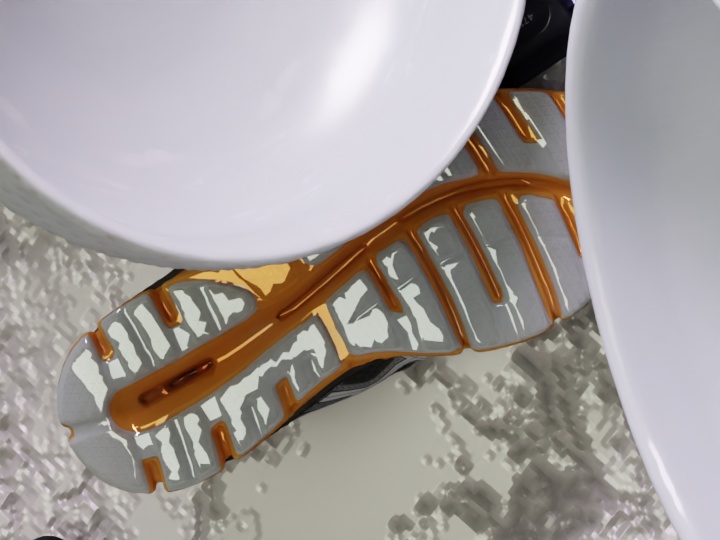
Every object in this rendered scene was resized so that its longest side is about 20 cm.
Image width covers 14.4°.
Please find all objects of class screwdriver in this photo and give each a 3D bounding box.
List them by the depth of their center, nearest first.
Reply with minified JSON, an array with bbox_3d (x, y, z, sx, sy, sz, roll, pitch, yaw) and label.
[{"bbox_3d":[0.092,-0.107,0.851,0.200,0.028,0.029,-39,52,22],"label":"screwdriver"}]

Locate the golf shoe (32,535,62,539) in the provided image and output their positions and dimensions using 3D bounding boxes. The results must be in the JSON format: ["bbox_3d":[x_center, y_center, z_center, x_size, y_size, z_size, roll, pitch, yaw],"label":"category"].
[{"bbox_3d":[-0.071,0.168,0.916,0.200,0.073,0.092,39,110,32],"label":"golf shoe"}]

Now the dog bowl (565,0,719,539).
[{"bbox_3d":[0.126,-0.001,0.752,0.079,0.200,0.200,-15,91,-13],"label":"dog bowl"}]

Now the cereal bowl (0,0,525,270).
[{"bbox_3d":[-0.054,-0.097,0.800,0.083,0.200,0.200,-6,96,59],"label":"cereal bowl"}]

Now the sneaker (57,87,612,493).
[{"bbox_3d":[0.000,0.000,0.883,0.200,0.077,0.078,-24,92,7],"label":"sneaker"}]
